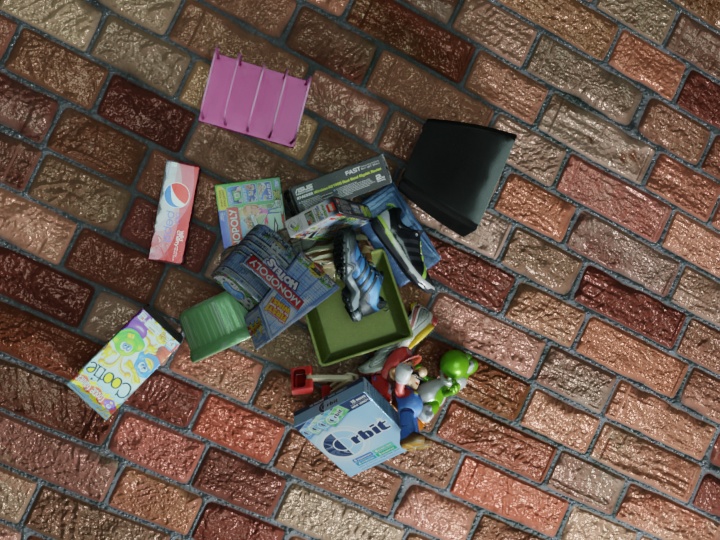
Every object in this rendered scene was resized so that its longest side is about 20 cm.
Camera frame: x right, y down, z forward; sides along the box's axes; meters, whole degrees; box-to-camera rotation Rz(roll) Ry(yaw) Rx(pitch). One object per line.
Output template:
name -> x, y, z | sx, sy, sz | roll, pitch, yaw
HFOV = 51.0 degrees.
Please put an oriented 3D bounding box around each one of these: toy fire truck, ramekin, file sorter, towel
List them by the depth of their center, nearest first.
ramekin -> -0.253, 0.094, 1.465 | 0.199, 0.200, 0.098 | -24, 89, -8
file sorter -> -0.206, -0.341, 1.484 | 0.199, 0.125, 0.140 | 15, 91, -10
toy fire truck -> -0.036, 0.235, 1.531 | 0.199, 0.141, 0.049 | -5, 60, 1
towel -> 0.075, -0.073, 1.586 | 0.111, 0.049, 0.201 | -34, 98, -6

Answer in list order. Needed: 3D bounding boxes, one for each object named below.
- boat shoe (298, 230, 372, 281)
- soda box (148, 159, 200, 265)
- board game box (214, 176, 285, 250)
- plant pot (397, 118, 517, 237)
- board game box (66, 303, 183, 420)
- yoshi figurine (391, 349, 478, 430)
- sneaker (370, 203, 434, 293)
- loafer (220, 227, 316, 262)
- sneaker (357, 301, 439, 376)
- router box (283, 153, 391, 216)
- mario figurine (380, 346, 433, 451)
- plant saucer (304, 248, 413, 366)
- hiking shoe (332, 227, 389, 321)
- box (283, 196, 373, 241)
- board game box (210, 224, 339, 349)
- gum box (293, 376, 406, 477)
boat shoe -> -0.069, -0.011, 1.513 | 0.199, 0.076, 0.074 | -23, 77, -4
soda box -> -0.368, -0.114, 1.498 | 0.070, 0.063, 0.201 | 10, 90, -10
board game box -> -0.218, -0.083, 1.544 | 0.134, 0.029, 0.201 | -9, 94, -10
plant pot -> 0.183, -0.202, 1.534 | 0.177, 0.200, 0.201 | 25, 89, 1
board game box -> -0.456, 0.175, 1.476 | 0.103, 0.105, 0.200 | 45, 84, -8
yoshi figurine -> 0.160, 0.236, 1.588 | 0.200, 0.112, 0.113 | -40, 91, -10
sneaker -> 0.104, -0.047, 1.531 | 0.083, 0.072, 0.200 | -37, 98, -4
loafer -> -0.180, -0.039, 1.506 | 0.199, 0.063, 0.072 | -16, 95, -9
sneaker -> 0.069, 0.147, 1.590 | 0.200, 0.078, 0.082 | -41, 86, -10
router box -> -0.049, -0.167, 1.507 | 0.199, 0.150, 0.062 | -22, 96, -8
mario figurine -> 0.108, 0.244, 1.481 | 0.105, 0.124, 0.201 | -2, 68, -19
plant saucer -> -0.015, 0.078, 1.548 | 0.199, 0.048, 0.201 | -17, 74, -4
hiking shoe -> 0.000, 0.000, 1.471 | 0.086, 0.074, 0.201 | -18, 122, -14
box -> -0.058, -0.097, 1.470 | 0.110, 0.200, 0.035 | -25, 82, 18
board game box -> -0.166, 0.036, 1.393 | 0.200, 0.062, 0.200 | 44, 46, -10
gum box -> -0.008, 0.320, 1.522 | 0.169, 0.045, 0.200 | -29, 123, 18
